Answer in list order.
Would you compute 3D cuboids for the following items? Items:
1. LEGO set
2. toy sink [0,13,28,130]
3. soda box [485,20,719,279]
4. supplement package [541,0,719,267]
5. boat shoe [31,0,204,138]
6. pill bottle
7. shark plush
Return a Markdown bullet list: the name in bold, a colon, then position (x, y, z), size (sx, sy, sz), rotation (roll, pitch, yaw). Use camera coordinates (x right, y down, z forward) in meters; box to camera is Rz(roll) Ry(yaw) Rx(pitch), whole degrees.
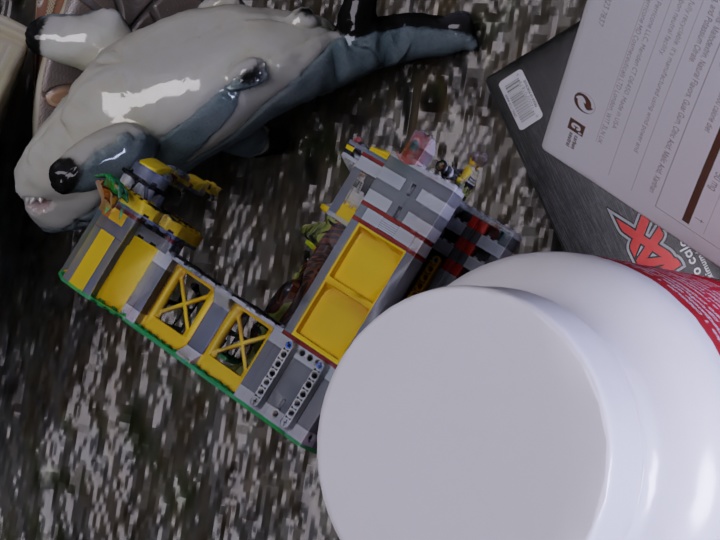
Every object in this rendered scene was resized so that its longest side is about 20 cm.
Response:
- **LEGO set**: position (0.000, 0.000, 0.709), size (0.153, 0.200, 0.116), rotation (32, 90, 40)
- **toy sink**: position (-0.237, -0.027, 0.803), size (0.130, 0.112, 0.201), rotation (24, 61, -9)
- **soda box**: position (0.122, 0.004, 0.707), size (0.063, 0.071, 0.201), rotation (-29, 72, 21)
- **supplement package**: position (0.178, -0.054, 0.596), size (0.200, 0.120, 0.121), rotation (35, 55, 16)
- **boat shoe**: position (-0.108, -0.123, 0.851), size (0.072, 0.075, 0.201), rotation (31, 109, 60)
- **pill bottle**: position (0.072, 0.053, 0.574), size (0.112, 0.200, 0.113), rotation (-3, 85, 29)
- **shark plush**: position (-0.054, -0.077, 0.803), size (0.199, 0.083, 0.091), rotation (-28, 52, -6)
